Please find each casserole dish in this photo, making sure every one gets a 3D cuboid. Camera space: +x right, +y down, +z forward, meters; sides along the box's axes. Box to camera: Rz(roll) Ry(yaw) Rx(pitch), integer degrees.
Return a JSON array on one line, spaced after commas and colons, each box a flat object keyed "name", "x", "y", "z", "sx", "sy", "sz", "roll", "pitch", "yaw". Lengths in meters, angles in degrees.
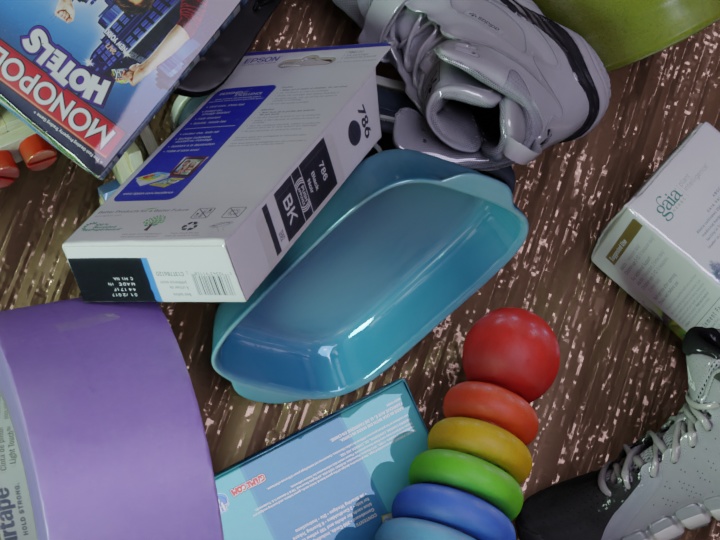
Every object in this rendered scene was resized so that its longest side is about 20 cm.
[{"name": "casserole dish", "x": 0.000, "y": 0.000, "z": 1.168, "sx": 0.121, "sy": 0.200, "sz": 0.039, "roll": 16, "pitch": 43, "yaw": -42}]

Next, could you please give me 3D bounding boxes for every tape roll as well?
[{"name": "tape roll", "x": -0.134, "y": 0.114, "z": 1.087, "sx": 0.084, "sy": 0.200, "sz": 0.202, "roll": -9, "pitch": 83, "yaw": -19}]

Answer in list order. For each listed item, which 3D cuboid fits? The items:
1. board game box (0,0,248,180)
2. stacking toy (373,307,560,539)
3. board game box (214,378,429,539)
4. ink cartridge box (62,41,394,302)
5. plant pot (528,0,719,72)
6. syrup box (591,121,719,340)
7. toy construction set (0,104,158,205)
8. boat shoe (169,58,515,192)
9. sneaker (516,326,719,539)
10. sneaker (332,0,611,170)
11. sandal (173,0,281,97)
[{"name": "board game box", "x": -0.173, "y": -0.144, "z": 1.106, "sx": 0.200, "sy": 0.062, "sz": 0.200, "roll": 40, "pitch": 89, "yaw": 4}, {"name": "stacking toy", "x": 0.060, "y": 0.113, "z": 1.166, "sx": 0.085, "sy": 0.085, "sz": 0.201, "roll": 27, "pitch": 67, "yaw": -11}, {"name": "board game box", "x": -0.001, "y": 0.184, "z": 1.195, "sx": 0.150, "sy": 0.047, "sz": 0.201, "roll": -25, "pitch": 89, "yaw": -20}, {"name": "ink cartridge box", "x": -0.058, "y": -0.052, "z": 1.102, "sx": 0.200, "sy": 0.099, "sz": 0.039, "roll": -53, "pitch": 132, "yaw": -46}, {"name": "plant pot", "x": 0.134, "y": -0.222, "z": 1.242, "sx": 0.200, "sy": 0.200, "sz": 0.194, "roll": -31, "pitch": 101, "yaw": -19}, {"name": "syrup box", "x": 0.238, "y": 0.017, "z": 1.256, "sx": 0.200, "sy": 0.082, "sz": 0.079, "roll": 41, "pitch": 66, "yaw": 8}, {"name": "toy construction set", "x": -0.186, "y": -0.052, "z": 1.157, "sx": 0.199, "sy": 0.092, "sz": 0.132, "roll": -16, "pitch": 61, "yaw": -26}, {"name": "boat shoe", "x": -0.007, "y": -0.068, "z": 1.221, "sx": 0.198, "sy": 0.075, "sz": 0.062, "roll": 7, "pitch": 47, "yaw": -22}, {"name": "sneaker", "x": 0.173, "y": 0.087, "z": 1.206, "sx": 0.198, "sy": 0.075, "sz": 0.116, "roll": -15, "pitch": 117, "yaw": 7}, {"name": "sneaker", "x": 0.036, "y": -0.127, "z": 1.185, "sx": 0.199, "sy": 0.075, "sz": 0.115, "roll": 35, "pitch": 33, "yaw": 9}, {"name": "sandal", "x": -0.051, "y": -0.180, "z": 1.161, "sx": 0.075, "sy": 0.045, "sz": 0.201, "roll": 31, "pitch": 67, "yaw": -6}]
